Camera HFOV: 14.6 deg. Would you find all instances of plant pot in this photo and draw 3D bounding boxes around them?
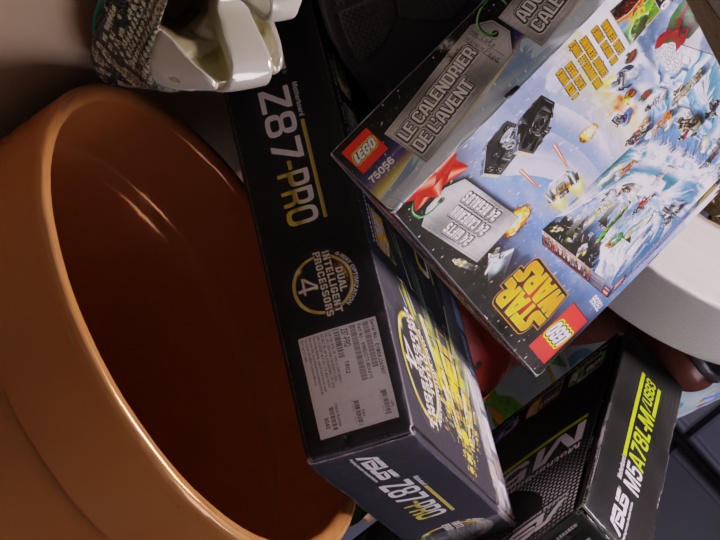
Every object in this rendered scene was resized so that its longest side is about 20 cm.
[{"bbox_3d":[-0.112,0.047,1.084,0.140,0.200,0.200,-28,163,22],"label":"plant pot"}]

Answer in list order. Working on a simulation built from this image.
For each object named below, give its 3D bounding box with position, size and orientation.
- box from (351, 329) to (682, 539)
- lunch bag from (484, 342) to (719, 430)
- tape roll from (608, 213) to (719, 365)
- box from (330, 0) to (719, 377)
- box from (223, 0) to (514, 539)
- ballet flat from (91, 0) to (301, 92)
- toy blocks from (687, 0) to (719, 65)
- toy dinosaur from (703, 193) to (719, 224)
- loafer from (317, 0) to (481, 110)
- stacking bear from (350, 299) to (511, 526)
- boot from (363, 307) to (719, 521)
[{"bbox_3d":[0.048,0.131,1.235,0.200,0.048,0.193,-40,-173,23],"label":"box"},{"bbox_3d":[0.123,0.054,1.506,0.161,0.082,0.200,-4,161,-42],"label":"lunch bag"},{"bbox_3d":[0.169,-0.042,1.305,0.203,0.203,0.037,-20,152,-38],"label":"tape roll"},{"bbox_3d":[0.078,-0.046,1.090,0.137,0.040,0.200,-45,153,-1],"label":"box"},{"bbox_3d":[0.000,0.000,1.116,0.049,0.200,0.161,-18,157,9],"label":"box"},{"bbox_3d":[-0.049,-0.110,0.994,0.068,0.075,0.200,-23,155,-31],"label":"ballet flat"},{"bbox_3d":[0.176,-0.137,1.227,0.200,0.137,0.100,-38,162,21],"label":"toy blocks"},{"bbox_3d":[0.187,-0.053,1.536,0.200,0.058,0.101,-39,145,-17],"label":"toy dinosaur"},{"bbox_3d":[0.015,-0.104,1.098,0.072,0.063,0.200,-25,130,-8],"label":"loafer"},{"bbox_3d":[-0.014,0.066,1.333,0.200,0.121,0.114,-37,-163,16],"label":"stacking bear"},{"bbox_3d":[0.066,0.047,1.365,0.200,0.188,0.068,-42,140,7],"label":"boot"}]
